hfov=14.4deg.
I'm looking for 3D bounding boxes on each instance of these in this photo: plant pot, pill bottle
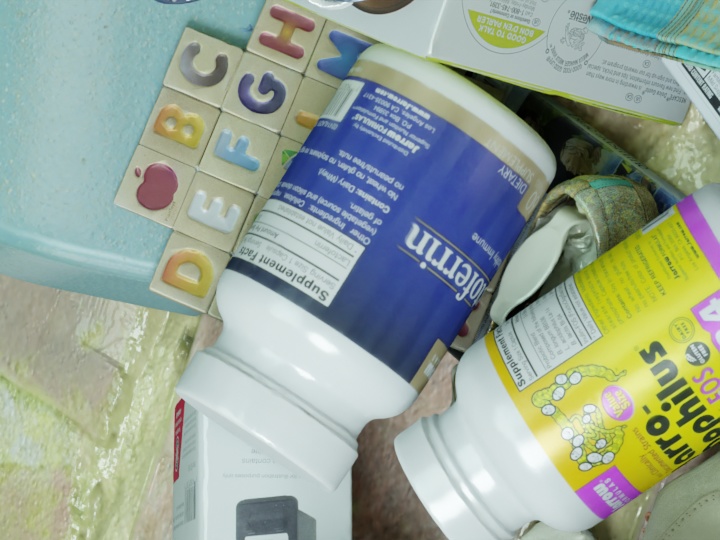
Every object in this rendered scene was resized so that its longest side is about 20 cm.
[{"bbox_3d":[-0.159,-0.086,1.554,0.196,0.199,0.198,168,108,-75],"label":"plant pot"},{"bbox_3d":[0.000,0.000,1.401,0.115,0.116,0.201,27,82,42],"label":"pill bottle"},{"bbox_3d":[0.117,0.054,1.346,0.199,0.104,0.105,-35,59,9],"label":"pill bottle"}]

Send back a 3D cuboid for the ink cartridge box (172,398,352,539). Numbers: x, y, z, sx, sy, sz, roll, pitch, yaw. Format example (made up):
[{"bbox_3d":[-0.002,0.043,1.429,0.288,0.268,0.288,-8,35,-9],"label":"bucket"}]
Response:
[{"bbox_3d":[-0.053,0.163,1.502,0.145,0.083,0.202,139,131,-77],"label":"ink cartridge box"}]

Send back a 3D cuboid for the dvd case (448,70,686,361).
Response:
[{"bbox_3d":[0.095,-0.005,1.476,0.200,0.017,0.143,40,111,38],"label":"dvd case"}]

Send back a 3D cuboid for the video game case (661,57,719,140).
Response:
[{"bbox_3d":[0.256,-0.092,1.319,0.181,0.045,0.201,-50,54,26],"label":"video game case"}]

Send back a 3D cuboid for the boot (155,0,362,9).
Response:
[{"bbox_3d":[-0.034,-0.154,1.306,0.200,0.072,0.091,-33,58,37],"label":"boot"}]

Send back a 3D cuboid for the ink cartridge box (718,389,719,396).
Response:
[{"bbox_3d":[0.261,0.053,1.183,0.146,0.083,0.200,-60,40,16],"label":"ink cartridge box"}]

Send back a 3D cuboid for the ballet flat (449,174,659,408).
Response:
[{"bbox_3d":[0.082,0.041,1.423,0.071,0.070,0.201,38,110,40],"label":"ballet flat"}]

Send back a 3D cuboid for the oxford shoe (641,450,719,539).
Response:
[{"bbox_3d":[0.155,0.145,1.331,0.200,0.071,0.074,-42,42,-11],"label":"oxford shoe"}]

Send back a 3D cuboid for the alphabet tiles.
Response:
[{"bbox_3d":[-0.017,-0.042,1.465,0.199,0.006,0.167,23,85,0],"label":"alphabet tiles"}]

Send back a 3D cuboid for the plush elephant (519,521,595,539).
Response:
[{"bbox_3d":[0.072,0.207,1.384,0.155,0.200,0.165,-38,71,7],"label":"plush elephant"}]

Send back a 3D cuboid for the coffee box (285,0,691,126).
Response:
[{"bbox_3d":[0.062,-0.205,1.412,0.199,0.199,0.199,27,102,43],"label":"coffee box"}]

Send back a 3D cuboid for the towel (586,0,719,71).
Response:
[{"bbox_3d":[0.180,-0.156,1.267,0.147,0.022,0.200,-62,25,1],"label":"towel"}]
